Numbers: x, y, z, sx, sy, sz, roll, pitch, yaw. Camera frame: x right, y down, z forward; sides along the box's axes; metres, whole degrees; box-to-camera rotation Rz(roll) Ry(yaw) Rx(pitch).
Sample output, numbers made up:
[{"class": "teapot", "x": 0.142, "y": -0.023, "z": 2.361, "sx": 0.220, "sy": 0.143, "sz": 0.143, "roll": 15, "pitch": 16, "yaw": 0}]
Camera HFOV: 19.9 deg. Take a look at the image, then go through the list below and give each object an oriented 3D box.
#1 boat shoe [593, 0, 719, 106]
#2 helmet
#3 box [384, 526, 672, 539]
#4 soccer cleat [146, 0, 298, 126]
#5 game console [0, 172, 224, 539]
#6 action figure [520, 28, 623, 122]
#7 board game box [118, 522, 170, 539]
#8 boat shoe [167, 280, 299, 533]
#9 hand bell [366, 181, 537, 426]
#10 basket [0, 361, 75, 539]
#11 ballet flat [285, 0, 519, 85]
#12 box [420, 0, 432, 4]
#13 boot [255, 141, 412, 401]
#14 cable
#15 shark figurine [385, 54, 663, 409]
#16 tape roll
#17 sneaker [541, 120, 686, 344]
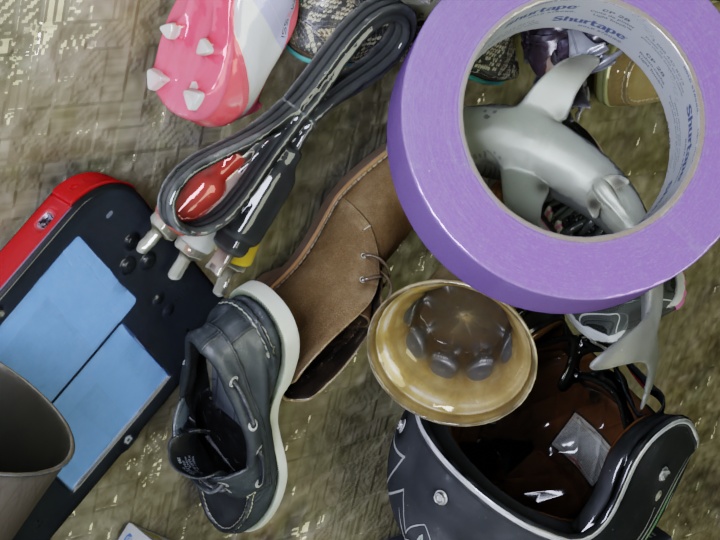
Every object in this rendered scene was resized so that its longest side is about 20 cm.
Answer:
[{"class": "boat shoe", "x": 0.244, "y": -0.161, "z": 1.427, "sx": 0.200, "sy": 0.063, "sz": 0.074, "roll": -25, "pitch": 131, "yaw": -35}, {"class": "helmet", "x": 0.113, "y": 0.133, "z": 1.380, "sx": 0.191, "sy": 0.200, "sz": 0.200, "roll": -44, "pitch": 140, "yaw": -5}, {"class": "box", "x": 0.110, "y": 0.282, "z": 1.526, "sx": 0.198, "sy": 0.123, "sz": 0.201, "roll": -16, "pitch": 125, "yaw": -39}, {"class": "soccer cleat", "x": -0.055, "y": -0.172, "z": 1.102, "sx": 0.076, "sy": 0.066, "sz": 0.201, "roll": -6, "pitch": 120, "yaw": -59}, {"class": "game console", "x": -0.169, "y": 0.057, "z": 1.148, "sx": 0.200, "sy": 0.031, "sz": 0.177, "roll": -50, "pitch": 141, "yaw": -11}, {"class": "action figure", "x": 0.122, "y": -0.178, "z": 1.247, "sx": 0.069, "sy": 0.130, "sz": 0.201, "roll": -17, "pitch": 125, "yaw": -9}, {"class": "board game box", "x": -0.116, "y": 0.252, "z": 1.328, "sx": 0.135, "sy": 0.034, "sz": 0.200, "roll": -58, "pitch": 142, "yaw": -1}, {"class": "boat shoe", "x": -0.083, "y": 0.095, "z": 1.211, "sx": 0.066, "sy": 0.074, "sz": 0.200, "roll": -31, "pitch": 152, "yaw": -35}, {"class": "hand bell", "x": 0.077, "y": -0.002, "z": 1.295, "sx": 0.200, "sy": 0.103, "sz": 0.105, "roll": -66, "pitch": 161, "yaw": -55}, {"class": "basket", "x": -0.259, "y": 0.136, "z": 1.013, "sx": 0.136, "sy": 0.179, "sz": 0.201, "roll": -73, "pitch": -172, "yaw": -71}, {"class": "ballet flat", "x": 0.039, "y": -0.152, "z": 1.203, "sx": 0.199, "sy": 0.068, "sz": 0.076, "roll": 1, "pitch": 128, "yaw": -45}, {"class": "box", "x": 0.038, "y": -0.271, "z": 1.038, "sx": 0.199, "sy": 0.050, "sz": 0.200, "roll": -53, "pitch": 140, "yaw": -8}, {"class": "boot", "x": 0.000, "y": 0.000, "z": 1.260, "sx": 0.200, "sy": 0.075, "sz": 0.074, "roll": -49, "pitch": 139, "yaw": -14}, {"class": "cable", "x": -0.052, "y": -0.079, "z": 1.130, "sx": 0.097, "sy": 0.050, "sz": 0.201, "roll": 30, "pitch": 92, "yaw": -49}, {"class": "shark figurine", "x": 0.132, "y": -0.034, "z": 1.221, "sx": 0.128, "sy": 0.215, "sz": 0.090, "roll": -42, "pitch": 167, "yaw": -3}, {"class": "tape roll", "x": 0.116, "y": -0.079, "z": 1.143, "sx": 0.200, "sy": 0.200, "sz": 0.066, "roll": -51, "pitch": 180, "yaw": -10}, {"class": "sneaker", "x": 0.137, "y": -0.036, "z": 1.312, "sx": 0.080, "sy": 0.200, "sz": 0.086, "roll": -34, "pitch": 127, "yaw": 5}]
